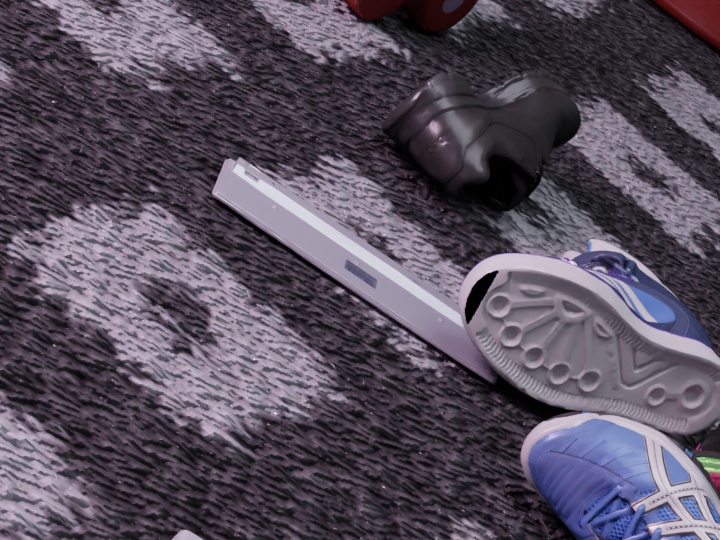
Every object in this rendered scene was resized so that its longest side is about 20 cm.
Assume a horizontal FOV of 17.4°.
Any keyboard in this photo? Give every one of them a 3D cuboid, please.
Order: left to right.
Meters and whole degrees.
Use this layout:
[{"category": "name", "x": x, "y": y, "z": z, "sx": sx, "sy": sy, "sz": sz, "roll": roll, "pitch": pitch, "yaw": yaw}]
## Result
[{"category": "keyboard", "x": 0.000, "y": 0.000, "z": 1.378, "sx": 0.199, "sy": 0.011, "sz": 0.056, "roll": 34, "pitch": 28, "yaw": -9}]

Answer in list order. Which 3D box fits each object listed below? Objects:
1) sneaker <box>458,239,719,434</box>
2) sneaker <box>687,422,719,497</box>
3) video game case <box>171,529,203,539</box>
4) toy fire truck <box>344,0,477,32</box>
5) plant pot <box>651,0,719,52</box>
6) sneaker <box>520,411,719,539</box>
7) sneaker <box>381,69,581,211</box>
[{"category": "sneaker", "x": 0.125, "y": 0.023, "z": 1.436, "sx": 0.199, "sy": 0.081, "sz": 0.147, "roll": 23, "pitch": 16, "yaw": -26}, {"category": "sneaker", "x": 0.214, "y": 0.132, "z": 1.373, "sx": 0.084, "sy": 0.077, "sz": 0.200, "roll": 42, "pitch": 12, "yaw": 29}, {"category": "video game case", "x": -0.016, "y": 0.206, "z": 0.945, "sx": 0.182, "sy": 0.022, "sz": 0.200, "roll": 33, "pitch": 23, "yaw": -10}, {"category": "toy fire truck", "x": 0.045, "y": -0.281, "z": 1.766, "sx": 0.112, "sy": 0.168, "sz": 0.199, "roll": 49, "pitch": 25, "yaw": 26}, {"category": "plant pot", "x": 0.404, "y": -0.305, "z": 2.330, "sx": 0.177, "sy": 0.200, "sz": 0.200, "roll": 49, "pitch": 24, "yaw": 1}, {"category": "sneaker", "x": 0.168, "y": 0.149, "z": 1.250, "sx": 0.200, "sy": 0.076, "sz": 0.077, "roll": 39, "pitch": 18, "yaw": 6}, {"category": "sneaker", "x": 0.095, "y": -0.082, "z": 1.609, "sx": 0.199, "sy": 0.076, "sz": 0.091, "roll": -11, "pitch": 62, "yaw": -52}]
